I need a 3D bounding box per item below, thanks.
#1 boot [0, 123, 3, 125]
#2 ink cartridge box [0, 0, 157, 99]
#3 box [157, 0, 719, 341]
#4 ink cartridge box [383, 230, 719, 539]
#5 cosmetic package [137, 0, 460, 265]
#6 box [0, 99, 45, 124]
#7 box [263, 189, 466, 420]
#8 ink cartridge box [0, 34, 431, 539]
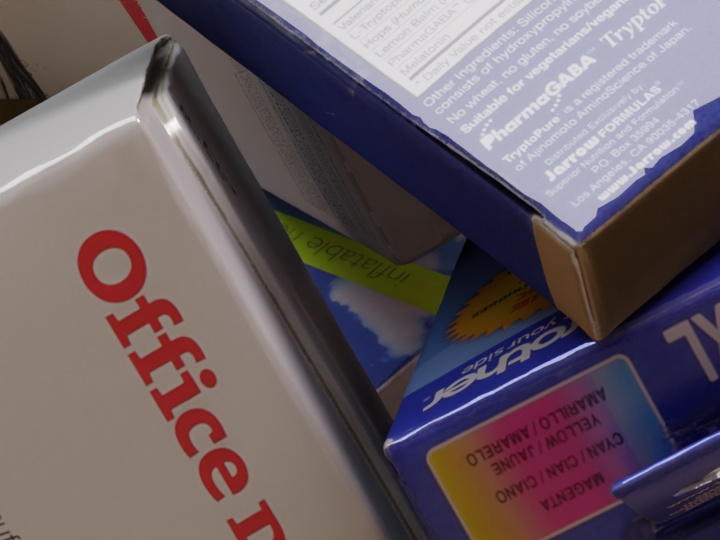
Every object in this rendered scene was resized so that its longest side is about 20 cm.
[{"bbox_3d":[-0.173,0.021,0.977,0.200,0.072,0.167,7,-60,-53],"label":"boot"},{"bbox_3d":[-0.088,-0.136,0.983,0.199,0.084,0.145,2,53,34],"label":"ink cartridge box"},{"bbox_3d":[0.023,-0.080,0.577,0.121,0.032,0.200,-38,51,-15],"label":"box"},{"bbox_3d":[0.085,0.014,0.575,0.136,0.077,0.200,-28,12,15],"label":"ink cartridge box"},{"bbox_3d":[0.012,-0.073,0.715,0.107,0.085,0.200,-30,12,-6],"label":"cosmetic package"},{"bbox_3d":[-0.083,-0.130,1.072,0.199,0.021,0.164,-32,33,3],"label":"box"},{"bbox_3d":[0.000,0.000,0.811,0.121,0.048,0.200,20,42,34],"label":"box"},{"bbox_3d":[-0.089,0.065,0.613,0.199,0.146,0.145,-29,10,5],"label":"ink cartridge box"}]
